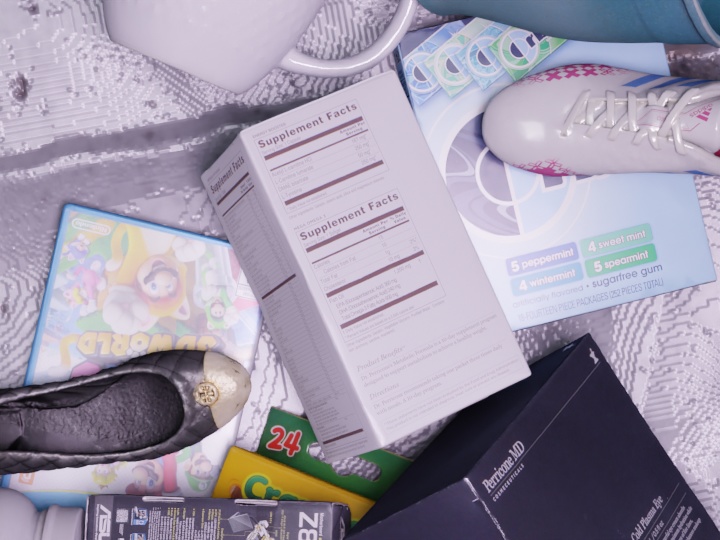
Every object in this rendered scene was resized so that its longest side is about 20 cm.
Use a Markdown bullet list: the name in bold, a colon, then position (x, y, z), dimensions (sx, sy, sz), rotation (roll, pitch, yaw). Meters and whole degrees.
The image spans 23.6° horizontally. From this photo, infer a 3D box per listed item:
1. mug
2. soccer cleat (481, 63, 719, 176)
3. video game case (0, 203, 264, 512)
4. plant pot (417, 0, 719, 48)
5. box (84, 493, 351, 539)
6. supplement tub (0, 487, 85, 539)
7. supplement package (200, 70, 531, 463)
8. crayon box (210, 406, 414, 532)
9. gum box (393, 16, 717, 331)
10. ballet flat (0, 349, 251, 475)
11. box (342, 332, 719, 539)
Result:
- **mug**: position (-0.057, -0.195, 1.052), dimensions (0.198, 0.148, 0.177), rotation (22, 94, -11)
- **soccer cleat**: position (0.175, -0.093, 1.051), dimensions (0.198, 0.086, 0.071), rotation (0, 91, -5)
- **video game case**: position (-0.144, 0.071, 1.116), dimensions (0.142, 0.018, 0.202), rotation (13, 91, -4)
- **plant pot**: position (0.121, -0.226, 1.018), dimensions (0.186, 0.200, 0.202), rotation (-1, 92, 27)
- **box**: position (-0.090, 0.237, 1.035), dimensions (0.159, 0.049, 0.202), rotation (-1, 80, 16)
- **supplement tub**: position (-0.270, 0.203, 1.050), dimensions (0.198, 0.144, 0.146), rotation (2, 92, -3)
- **supplement package**: position (0.000, 0.000, 1.054), dimensions (0.109, 0.114, 0.202), rotation (-23, 88, -21)
- **crayon box**: position (-0.045, 0.197, 1.083), dimensions (0.126, 0.051, 0.202), rotation (18, 84, 18)
- **gum box**: position (0.124, -0.072, 1.113), dimensions (0.168, 0.045, 0.202), rotation (-14, 93, -4)
- **ballet flat**: position (-0.164, 0.095, 1.078), dimensions (0.198, 0.057, 0.067), rotation (-13, 93, -3)
- **box**: position (0.115, 0.170, 1.036), dimensions (0.104, 0.200, 0.183), rotation (-31, 94, 35)
